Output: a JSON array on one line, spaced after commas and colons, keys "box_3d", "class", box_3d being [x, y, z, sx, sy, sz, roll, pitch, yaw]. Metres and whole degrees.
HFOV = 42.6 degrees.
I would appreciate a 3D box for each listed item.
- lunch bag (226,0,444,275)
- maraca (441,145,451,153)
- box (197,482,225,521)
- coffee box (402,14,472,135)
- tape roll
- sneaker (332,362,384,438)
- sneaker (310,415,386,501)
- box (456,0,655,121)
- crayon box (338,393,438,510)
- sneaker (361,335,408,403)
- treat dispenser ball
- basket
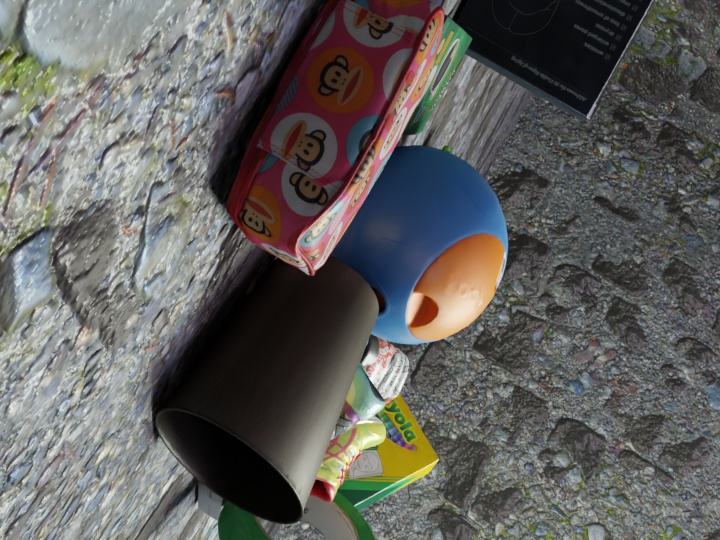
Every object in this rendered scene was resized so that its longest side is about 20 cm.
[{"box_3d": [-0.013, -0.098, 0.671, 0.203, 0.081, 0.176, -60, 174, -7], "class": "lunch bag"}, {"box_3d": [0.103, -0.098, 1.438, 0.137, 0.105, 0.204, 136, -27, -67], "class": "maraca"}, {"box_3d": [-0.136, 0.203, 1.176, 0.201, 0.041, 0.157, -55, 171, -31], "class": "box"}, {"box_3d": [0.056, -0.198, 0.925, 0.125, 0.043, 0.200, -62, 173, 15], "class": "coffee box"}, {"box_3d": [-0.074, 0.322, 1.118, 0.049, 0.198, 0.200, -61, 173, 19], "class": "tape roll"}, {"box_3d": [-0.057, 0.150, 1.115, 0.139, 0.078, 0.200, -36, -165, -2], "class": "sneaker"}, {"box_3d": [-0.043, 0.241, 1.153, 0.197, 0.092, 0.078, -13, 155, -35], "class": "sneaker"}, {"box_3d": [0.239, -0.318, 1.121, 0.199, 0.198, 0.124, -61, 174, 11], "class": "box"}, {"box_3d": [-0.006, 0.244, 1.390, 0.170, 0.202, 0.059, -22, 156, -25], "class": "crayon box"}, {"box_3d": [-0.015, 0.179, 1.257, 0.107, 0.067, 0.203, 27, 103, -42], "class": "sneaker"}, {"box_3d": [0.054, -0.027, 0.962, 0.203, 0.198, 0.201, -58, 173, -11], "class": "treat dispenser ball"}, {"box_3d": [-0.071, 0.091, 0.828, 0.202, 0.133, 0.182, -62, 148, -31], "class": "basket"}]
